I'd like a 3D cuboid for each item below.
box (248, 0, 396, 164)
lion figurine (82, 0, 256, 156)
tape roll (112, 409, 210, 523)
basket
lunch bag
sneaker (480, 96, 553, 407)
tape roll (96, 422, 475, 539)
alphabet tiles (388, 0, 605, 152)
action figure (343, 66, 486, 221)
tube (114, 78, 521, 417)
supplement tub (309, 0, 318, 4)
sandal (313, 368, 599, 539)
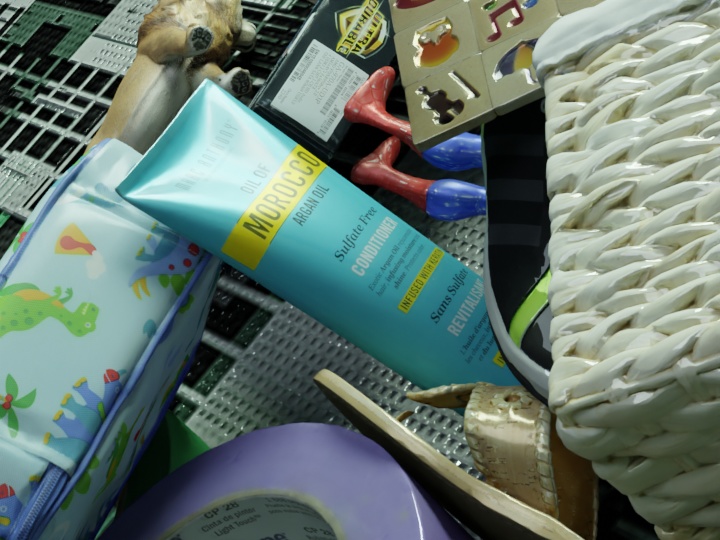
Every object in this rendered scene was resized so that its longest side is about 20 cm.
[{"bbox_3d":[-0.020,-0.099,0.898,0.159,0.046,0.200,-59,6,-22],"label":"box"},{"bbox_3d":[-0.129,-0.094,1.067,0.200,0.072,0.122,-53,27,-8],"label":"lion figurine"},{"bbox_3d":[-0.155,0.146,0.844,0.200,0.048,0.201,-27,36,22],"label":"tape roll"},{"bbox_3d":[0.182,0.003,0.529,0.200,0.198,0.161,-21,43,28],"label":"basket"},{"bbox_3d":[-0.130,0.055,0.751,0.200,0.082,0.161,-63,1,-33],"label":"lunch bag"},{"bbox_3d":[0.078,-0.036,0.657,0.072,0.083,0.200,-6,52,-7],"label":"sneaker"},{"bbox_3d":[-0.037,0.163,0.672,0.200,0.085,0.200,-26,37,22],"label":"tape roll"},{"bbox_3d":[0.103,-0.118,0.653,0.200,0.008,0.167,-24,44,16],"label":"alphabet tiles"},{"bbox_3d":[0.100,-0.044,0.760,0.200,0.065,0.099,29,56,30],"label":"action figure"},{"bbox_3d":[0.000,0.000,0.719,0.050,0.200,0.077,-55,1,45],"label":"tube"},{"bbox_3d":[0.022,-0.261,1.032,0.140,0.140,0.200,-11,45,39],"label":"supplement tub"},{"bbox_3d":[0.074,0.077,0.653,0.070,0.078,0.212,-46,48,-8],"label":"sandal"}]
